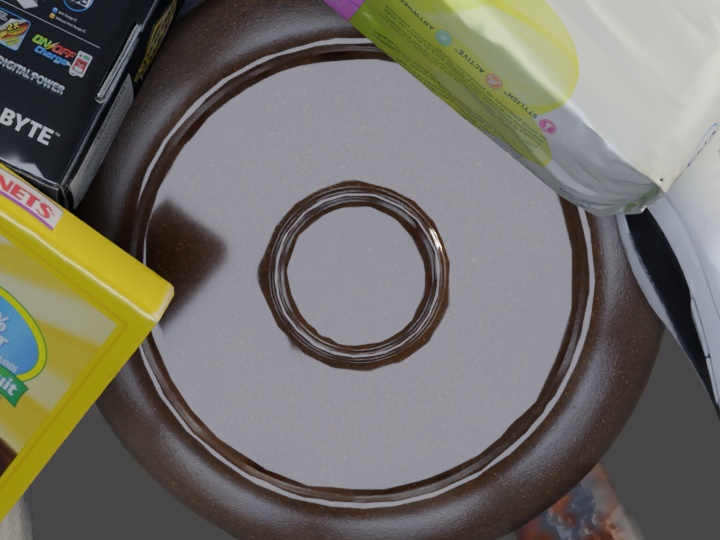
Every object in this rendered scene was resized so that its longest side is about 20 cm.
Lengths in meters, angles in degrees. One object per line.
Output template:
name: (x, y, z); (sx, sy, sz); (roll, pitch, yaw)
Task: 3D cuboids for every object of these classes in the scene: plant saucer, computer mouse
plant saucer: (0.000, 0.000, 0.935); (0.200, 0.032, 0.201); (0, 97, 4)
computer mouse: (0.141, 0.035, 0.907); (0.110, 0.044, 0.200); (-28, 93, -15)

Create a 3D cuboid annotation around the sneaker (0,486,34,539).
sneaker: (-0.166, 0.134, 0.949); (0.115, 0.074, 0.200); (-3, 87, 7)

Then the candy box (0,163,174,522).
candy box: (-0.164, -0.014, 0.870); (0.200, 0.026, 0.102); (35, 117, -7)

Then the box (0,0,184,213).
box: (-0.144, -0.130, 0.899); (0.200, 0.046, 0.159); (25, 78, 1)

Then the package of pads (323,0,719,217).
package of pads: (0.048, -0.130, 0.868); (0.200, 0.068, 0.155); (39, 76, -4)
